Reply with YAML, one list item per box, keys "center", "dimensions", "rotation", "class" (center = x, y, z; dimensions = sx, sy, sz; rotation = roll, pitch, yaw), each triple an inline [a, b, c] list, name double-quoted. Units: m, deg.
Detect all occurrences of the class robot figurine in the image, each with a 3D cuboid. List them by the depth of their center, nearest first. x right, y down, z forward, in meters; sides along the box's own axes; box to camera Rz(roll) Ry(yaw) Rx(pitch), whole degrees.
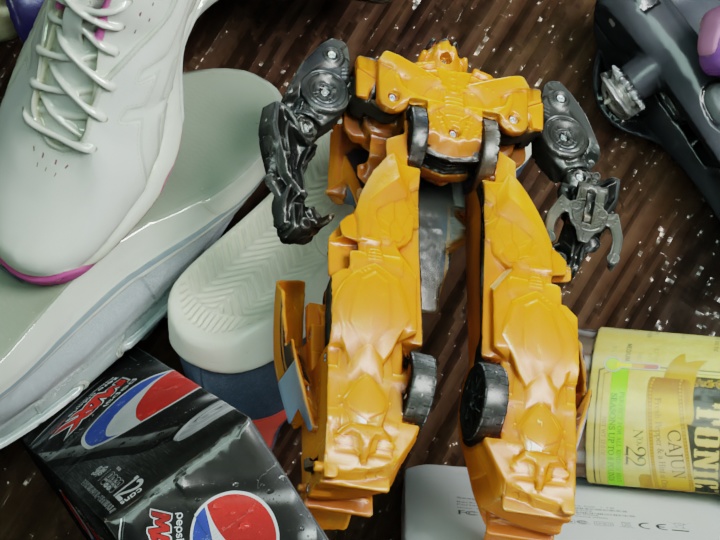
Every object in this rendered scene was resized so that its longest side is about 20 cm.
- center: [0.027, 0.003, 1.079]
  dimensions: [0.144, 0.058, 0.201]
  rotation: [10, 57, -14]
  class: "robot figurine"

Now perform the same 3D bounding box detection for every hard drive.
- center: [0.081, 0.117, 1.076]
  dimensions: [0.131, 0.200, 0.026]
  rotation: [4, 103, 0]
  class: "hard drive"

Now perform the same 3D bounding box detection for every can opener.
- center: [0.161, -0.040, 1.183]
  dimensions: [0.078, 0.063, 0.201]
  rotation: [-30, 78, -7]
  class: "can opener"

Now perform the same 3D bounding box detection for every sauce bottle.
- center: [0.171, 0.059, 1.141]
  dimensions: [0.199, 0.065, 0.065]
  rotation: [3, 75, 11]
  class: "sauce bottle"

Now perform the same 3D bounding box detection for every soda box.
- center: [-0.071, 0.084, 1.071]
  dimensions: [0.063, 0.200, 0.071]
  rotation: [-35, 104, -10]
  class: "soda box"

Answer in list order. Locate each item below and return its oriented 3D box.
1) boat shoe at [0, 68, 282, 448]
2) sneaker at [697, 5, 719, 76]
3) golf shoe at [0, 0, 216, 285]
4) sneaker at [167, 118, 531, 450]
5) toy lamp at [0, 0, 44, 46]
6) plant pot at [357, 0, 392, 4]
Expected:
- center: [-0.106, -0.002, 1.143]
  dimensions: [0.070, 0.072, 0.201]
  rotation: [34, 62, 26]
  class: "boat shoe"
- center: [0.225, -0.059, 1.166]
  dimensions: [0.199, 0.080, 0.089]
  rotation: [12, 90, -23]
  class: "sneaker"
- center: [-0.097, -0.092, 1.068]
  dimensions: [0.075, 0.091, 0.201]
  rotation: [23, 92, 19]
  class: "golf shoe"
- center: [0.000, 0.000, 1.171]
  dimensions: [0.075, 0.085, 0.200]
  rotation: [26, 50, 36]
  class: "sneaker"
- center: [-0.182, -0.089, 1.165]
  dimensions: [0.199, 0.058, 0.059]
  rotation: [-20, 76, 11]
  class: "toy lamp"
- center: [-0.023, -0.205, 1.174]
  dimensions: [0.199, 0.200, 0.176]
  rotation: [12, 95, 1]
  class: "plant pot"
